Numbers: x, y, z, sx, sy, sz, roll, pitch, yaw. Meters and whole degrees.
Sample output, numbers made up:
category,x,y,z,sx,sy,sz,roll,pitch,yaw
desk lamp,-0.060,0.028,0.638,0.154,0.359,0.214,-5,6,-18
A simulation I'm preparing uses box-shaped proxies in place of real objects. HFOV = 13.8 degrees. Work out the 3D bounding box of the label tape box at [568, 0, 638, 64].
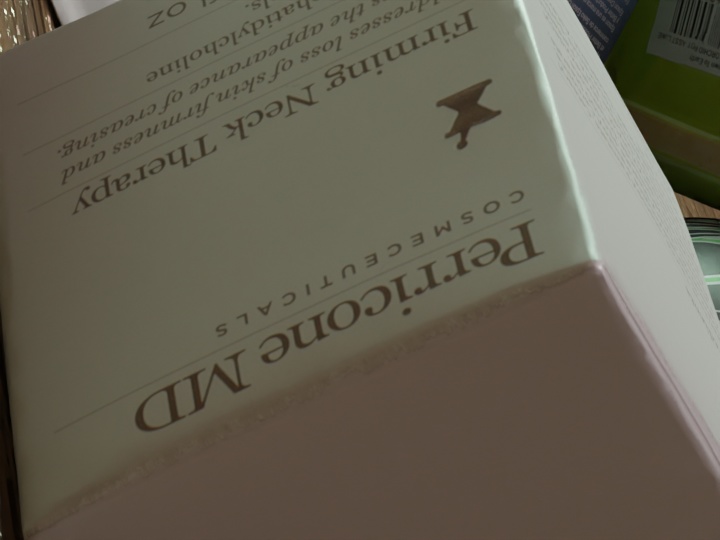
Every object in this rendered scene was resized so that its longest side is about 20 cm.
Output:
category,x,y,z,sx,sy,sz,roll,pitch,yaw
label tape box,0.046,-0.110,1.248,0.063,0.200,0.144,25,-7,35

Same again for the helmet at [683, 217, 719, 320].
category,x,y,z,sx,sy,sz,roll,pitch,yaw
helmet,0.155,0.074,1.321,0.200,0.190,0.200,59,13,-23

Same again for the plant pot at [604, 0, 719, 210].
category,x,y,z,sx,sy,sz,roll,pitch,yaw
plant pot,0.216,-0.110,1.355,0.181,0.200,0.200,2,18,-44

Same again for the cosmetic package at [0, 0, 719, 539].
category,x,y,z,sx,sy,sz,roll,pitch,yaw
cosmetic package,0.008,0.020,0.841,0.166,0.167,0.200,56,14,-40

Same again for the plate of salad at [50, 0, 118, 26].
category,x,y,z,sx,sy,sz,roll,pitch,yaw
plate of salad,-0.039,-0.082,1.070,0.200,0.048,0.200,28,41,-27
